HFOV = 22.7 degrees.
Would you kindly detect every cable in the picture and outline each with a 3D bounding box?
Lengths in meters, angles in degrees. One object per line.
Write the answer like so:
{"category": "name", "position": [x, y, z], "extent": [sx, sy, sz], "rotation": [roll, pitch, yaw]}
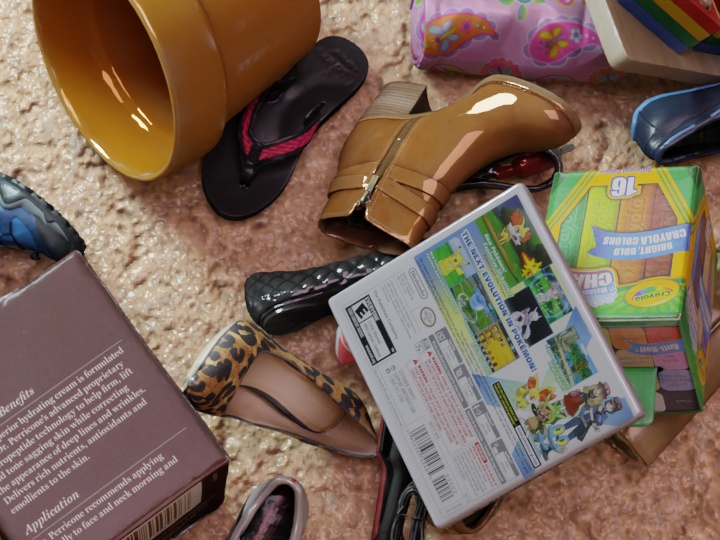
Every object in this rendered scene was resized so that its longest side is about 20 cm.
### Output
{"category": "cable", "position": [0.093, -0.081, 1.536], "extent": [0.199, 0.050, 0.098], "rotation": [-30, 75, -4]}

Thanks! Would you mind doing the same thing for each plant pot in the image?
{"category": "plant pot", "position": [-0.140, -0.201, 1.476], "extent": [0.183, 0.200, 0.201], "rotation": [-30, 77, -31]}

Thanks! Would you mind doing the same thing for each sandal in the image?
{"category": "sandal", "position": [-0.066, -0.129, 1.524], "extent": [0.075, 0.045, 0.200], "rotation": [37, 72, 6]}

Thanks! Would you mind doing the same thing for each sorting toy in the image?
{"category": "sorting toy", "position": [0.261, -0.268, 1.535], "extent": [0.198, 0.069, 0.201], "rotation": [1, 66, -49]}

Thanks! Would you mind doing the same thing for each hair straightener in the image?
{"category": "hair straightener", "position": [0.034, 0.167, 1.403], "extent": [0.041, 0.077, 0.202], "rotation": [16, 86, -29]}

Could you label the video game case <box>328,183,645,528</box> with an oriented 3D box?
{"category": "video game case", "position": [0.092, 0.065, 1.361], "extent": [0.182, 0.022, 0.201], "rotation": [-31, 73, 16]}

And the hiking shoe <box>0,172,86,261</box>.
{"category": "hiking shoe", "position": [-0.317, -0.042, 1.462], "extent": [0.199, 0.074, 0.087], "rotation": [28, 81, 12]}

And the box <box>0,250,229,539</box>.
{"category": "box", "position": [-0.220, 0.129, 1.359], "extent": [0.165, 0.164, 0.200], "rotation": [-34, 78, -15]}

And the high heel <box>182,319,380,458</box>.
{"category": "high heel", "position": [-0.056, 0.104, 1.375], "extent": [0.142, 0.200, 0.072], "rotation": [36, 100, 9]}

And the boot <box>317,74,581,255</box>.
{"category": "boot", "position": [0.068, -0.083, 1.453], "extent": [0.199, 0.077, 0.156], "rotation": [10, 54, 26]}

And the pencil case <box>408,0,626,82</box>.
{"category": "pencil case", "position": [0.142, -0.211, 1.556], "extent": [0.198, 0.088, 0.088], "rotation": [2, 72, -6]}

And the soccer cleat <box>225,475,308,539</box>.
{"category": "soccer cleat", "position": [-0.092, 0.248, 1.376], "extent": [0.068, 0.085, 0.201], "rotation": [24, 71, 2]}

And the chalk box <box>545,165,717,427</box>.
{"category": "chalk box", "position": [0.207, 0.033, 1.414], "extent": [0.123, 0.124, 0.201], "rotation": [-2, 50, 19]}

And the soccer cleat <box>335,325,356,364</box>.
{"category": "soccer cleat", "position": [0.074, 0.051, 1.479], "extent": [0.198, 0.073, 0.069], "rotation": [4, 49, -23]}

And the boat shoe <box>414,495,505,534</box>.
{"category": "boat shoe", "position": [0.106, 0.115, 1.415], "extent": [0.075, 0.074, 0.202], "rotation": [14, 93, -22]}

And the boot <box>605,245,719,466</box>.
{"category": "boot", "position": [0.295, 0.091, 1.486], "extent": [0.200, 0.066, 0.175], "rotation": [-41, 68, -17]}

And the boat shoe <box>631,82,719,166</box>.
{"category": "boat shoe", "position": [0.337, -0.125, 1.551], "extent": [0.198, 0.085, 0.069], "rotation": [-19, 42, 1]}

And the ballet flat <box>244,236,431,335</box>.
{"category": "ballet flat", "position": [0.000, 0.000, 1.481], "extent": [0.198, 0.067, 0.057], "rotation": [-15, 57, -14]}
